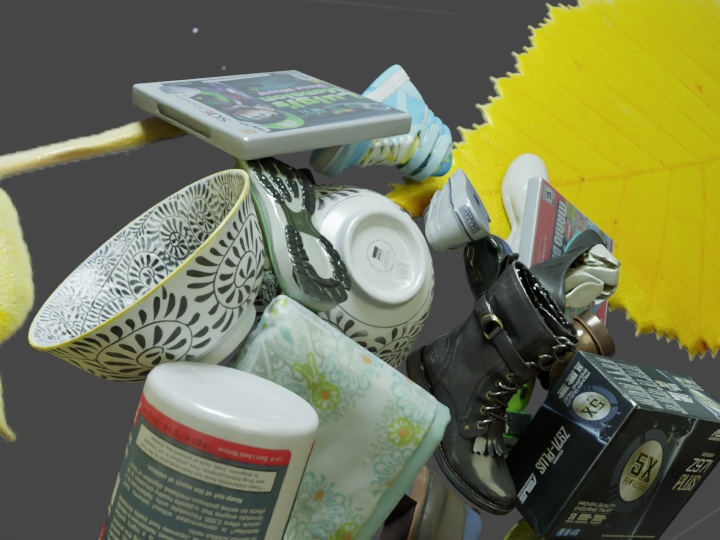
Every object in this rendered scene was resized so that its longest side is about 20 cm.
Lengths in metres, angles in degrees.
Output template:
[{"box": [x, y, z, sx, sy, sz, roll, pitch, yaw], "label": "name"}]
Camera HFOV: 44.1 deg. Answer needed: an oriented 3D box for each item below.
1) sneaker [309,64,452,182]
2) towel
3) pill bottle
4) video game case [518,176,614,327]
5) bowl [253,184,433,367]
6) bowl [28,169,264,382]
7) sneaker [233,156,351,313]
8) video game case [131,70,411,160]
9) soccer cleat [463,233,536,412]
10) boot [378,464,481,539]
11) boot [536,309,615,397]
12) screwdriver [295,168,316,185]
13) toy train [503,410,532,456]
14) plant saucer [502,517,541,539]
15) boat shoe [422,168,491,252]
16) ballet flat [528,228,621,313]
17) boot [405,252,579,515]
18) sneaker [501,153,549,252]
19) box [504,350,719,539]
[{"box": [0.036, -0.133, 0.968, 0.131, 0.079, 0.200, 45, 47, -8], "label": "sneaker"}, {"box": [-0.049, 0.146, 0.686, 0.171, 0.048, 0.201, 35, 92, -19], "label": "towel"}, {"box": [-0.111, 0.174, 0.593, 0.119, 0.119, 0.202, 14, 96, -32], "label": "pill bottle"}, {"box": [0.232, 0.000, 0.997, 0.199, 0.017, 0.144, 28, 67, -48], "label": "video game case"}, {"box": [0.000, 0.000, 0.824, 0.199, 0.094, 0.203, 10, 69, -28], "label": "bowl"}, {"box": [-0.141, 0.021, 0.675, 0.094, 0.200, 0.201, 55, 43, -24], "label": "bowl"}, {"box": [-0.081, -0.026, 0.749, 0.077, 0.089, 0.201, 22, 34, -40], "label": "sneaker"}, {"box": [-0.082, -0.152, 0.836, 0.199, 0.024, 0.181, -16, 34, -41], "label": "video game case"}, {"box": [0.159, 0.057, 0.973, 0.084, 0.064, 0.202, 23, 55, -62], "label": "soccer cleat"}, {"box": [0.053, 0.263, 0.760, 0.097, 0.075, 0.201, 33, 47, -16], "label": "boot"}, {"box": [0.220, 0.109, 0.948, 0.075, 0.200, 0.074, -32, 61, -4], "label": "boot"}, {"box": [-0.039, -0.006, 0.883, 0.028, 0.029, 0.202, -4, 77, -41], "label": "screwdriver"}, {"box": [0.202, 0.175, 0.943, 0.199, 0.056, 0.042, 12, 59, -34], "label": "toy train"}, {"box": [0.191, 0.338, 0.860, 0.199, 0.031, 0.201, 19, 55, -31], "label": "plant saucer"}, {"box": [0.099, -0.063, 0.966, 0.074, 0.065, 0.200, 60, 12, -2], "label": "boat shoe"}, {"box": [0.225, 0.011, 0.919, 0.200, 0.068, 0.069, -28, 126, -47], "label": "ballet flat"}, {"box": [0.135, 0.107, 0.829, 0.069, 0.174, 0.201, -2, 58, -48], "label": "boot"}, {"box": [0.221, -0.069, 1.073, 0.075, 0.088, 0.201, 28, 52, -24], "label": "sneaker"}, {"box": [0.261, 0.183, 0.891, 0.199, 0.165, 0.086, 15, 23, -38], "label": "box"}]
